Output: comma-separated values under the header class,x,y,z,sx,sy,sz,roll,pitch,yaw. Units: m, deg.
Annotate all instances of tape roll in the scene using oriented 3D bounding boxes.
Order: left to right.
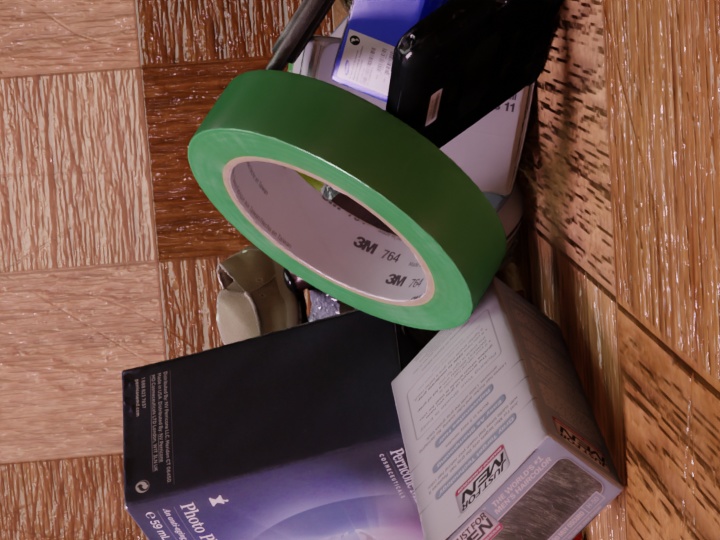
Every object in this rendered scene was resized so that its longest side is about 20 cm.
class,x,y,z,sx,sy,sz,roll,pitch,yaw
tape roll,-0.009,-0.040,1.190,0.048,0.200,0.201,-59,-10,-20

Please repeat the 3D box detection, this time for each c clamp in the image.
class,x,y,z,sx,sy,sz,roll,pitch,yaw
c clamp,-0.014,-0.191,1.227,0.171,0.027,0.200,-52,6,21

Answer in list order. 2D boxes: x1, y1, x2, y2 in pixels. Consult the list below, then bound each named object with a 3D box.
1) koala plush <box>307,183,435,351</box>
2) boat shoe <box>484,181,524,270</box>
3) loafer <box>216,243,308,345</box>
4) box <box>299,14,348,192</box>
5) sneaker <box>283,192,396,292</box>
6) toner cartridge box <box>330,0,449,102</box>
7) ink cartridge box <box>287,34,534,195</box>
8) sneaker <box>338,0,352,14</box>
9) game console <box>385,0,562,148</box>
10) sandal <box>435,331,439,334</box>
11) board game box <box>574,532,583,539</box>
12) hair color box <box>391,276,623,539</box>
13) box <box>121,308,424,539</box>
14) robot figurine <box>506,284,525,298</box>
class,x,y,z,sx,sy,sz,roll,pitch,yaw
koala plush,0.007,0.031,1.572,0.178,0.183,0.200,-100,4,-50
boat shoe,0.085,-0.029,1.372,0.200,0.072,0.062,-87,-28,-77
loafer,-0.071,0.046,1.466,0.200,0.068,0.076,-102,-4,-60
box,0.000,-0.151,1.575,0.048,0.200,0.122,43,-177,23
sneaker,0.000,0.000,1.398,0.076,0.115,0.200,61,-171,-24
toner cartridge box,0.040,-0.195,1.210,0.200,0.043,0.095,-63,-6,-52
ink cartridge box,0.026,-0.110,1.337,0.200,0.146,0.083,-123,42,-81
sneaker,0.061,-0.182,1.490,0.067,0.090,0.200,40,174,38
game console,0.058,-0.174,1.144,0.116,0.176,0.200,52,168,12
sandal,0.077,0.002,1.494,0.080,0.054,0.200,17,-129,-60
board game box,0.065,0.245,1.264,0.200,0.151,0.046,91,173,-51
hair color box,0.081,0.095,1.149,0.099,0.061,0.200,-47,20,16
box,-0.037,0.144,1.347,0.200,0.198,0.123,63,-166,-48
robot figurine,0.097,0.112,1.319,0.145,0.058,0.200,88,176,-46
